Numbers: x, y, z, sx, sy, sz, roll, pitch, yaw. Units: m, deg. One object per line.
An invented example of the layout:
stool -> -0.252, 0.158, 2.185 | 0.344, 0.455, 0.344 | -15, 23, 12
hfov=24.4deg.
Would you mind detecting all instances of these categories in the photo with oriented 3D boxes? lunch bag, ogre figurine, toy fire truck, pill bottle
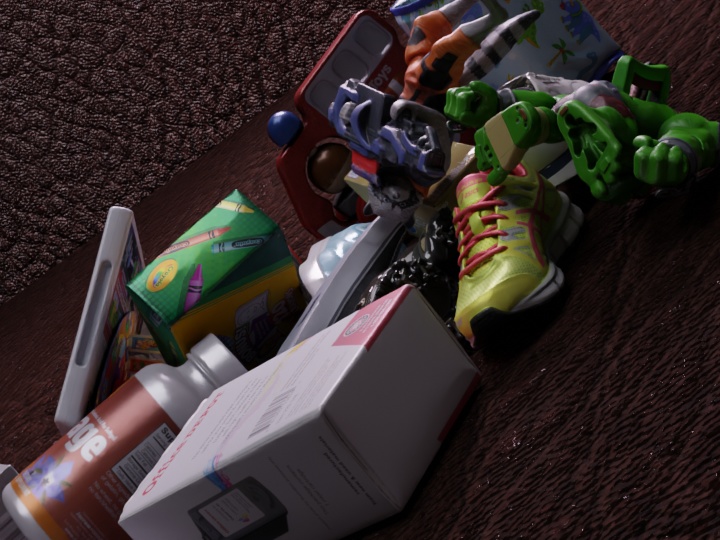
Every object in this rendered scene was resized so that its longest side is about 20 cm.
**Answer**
lunch bag -> 0.127, -0.217, 1.581 | 0.127, 0.170, 0.200 | -45, 11, -23
ogre figurine -> 0.162, -0.092, 1.110 | 0.119, 0.099, 0.200 | -8, 1, -38
toy fire truck -> 0.003, -0.123, 1.579 | 0.200, 0.168, 0.112 | -53, 13, -5
pill bottle -> -0.161, 0.143, 1.254 | 0.200, 0.112, 0.112 | -41, 12, -9

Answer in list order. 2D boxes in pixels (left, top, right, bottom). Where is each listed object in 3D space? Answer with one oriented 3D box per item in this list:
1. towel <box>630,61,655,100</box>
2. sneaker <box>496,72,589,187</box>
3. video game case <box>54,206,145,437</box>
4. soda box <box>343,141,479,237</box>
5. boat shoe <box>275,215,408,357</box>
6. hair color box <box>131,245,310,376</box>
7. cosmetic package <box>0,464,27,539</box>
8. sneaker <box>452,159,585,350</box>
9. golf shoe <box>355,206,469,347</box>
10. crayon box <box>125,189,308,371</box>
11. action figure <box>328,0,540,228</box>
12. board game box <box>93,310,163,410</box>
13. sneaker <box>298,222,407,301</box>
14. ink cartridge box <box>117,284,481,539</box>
towel -> 0.156, -0.101, 1.419 | 0.200, 0.022, 0.147 | -31, 15, 34
sneaker -> 0.146, -0.122, 1.299 | 0.076, 0.081, 0.200 | -37, 7, 23
video game case -> -0.212, 0.066, 1.385 | 0.200, 0.023, 0.183 | 97, -175, -70
soda box -> 0.061, -0.066, 1.378 | 0.064, 0.068, 0.200 | -48, 22, -7
boat shoe -> -0.008, 0.033, 1.277 | 0.200, 0.057, 0.069 | -57, 6, -36
hair color box -> -0.137, 0.052, 1.532 | 0.200, 0.111, 0.064 | -35, 12, 18
cosmetic package -> -0.321, 0.230, 1.446 | 0.090, 0.107, 0.200 | -43, 10, -23
sneaker -> 0.091, -0.019, 1.138 | 0.078, 0.090, 0.200 | -33, 13, 26
golf shoe -> 0.037, 0.033, 1.187 | 0.094, 0.078, 0.200 | -45, 1, 28
crayon box -> -0.108, 0.037, 1.359 | 0.119, 0.058, 0.200 | -42, -27, -15
action figure -> 0.060, -0.119, 1.248 | 0.194, 0.104, 0.200 | -65, 28, 15
board game box -> -0.192, 0.137, 1.383 | 0.158, 0.039, 0.201 | -79, -2, -57
sneaker -> 0.000, 0.000, 1.402 | 0.082, 0.074, 0.200 | -31, 19, 10
ink cartridge box -> -0.038, 0.111, 1.061 | 0.200, 0.086, 0.148 | -32, 14, 39
